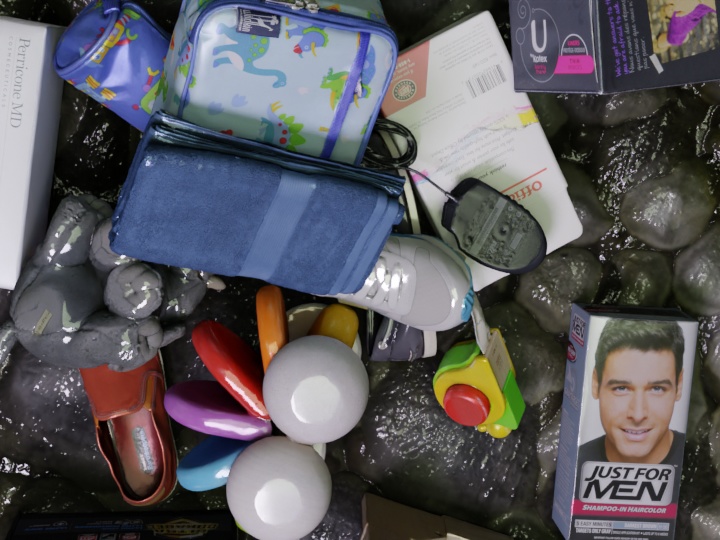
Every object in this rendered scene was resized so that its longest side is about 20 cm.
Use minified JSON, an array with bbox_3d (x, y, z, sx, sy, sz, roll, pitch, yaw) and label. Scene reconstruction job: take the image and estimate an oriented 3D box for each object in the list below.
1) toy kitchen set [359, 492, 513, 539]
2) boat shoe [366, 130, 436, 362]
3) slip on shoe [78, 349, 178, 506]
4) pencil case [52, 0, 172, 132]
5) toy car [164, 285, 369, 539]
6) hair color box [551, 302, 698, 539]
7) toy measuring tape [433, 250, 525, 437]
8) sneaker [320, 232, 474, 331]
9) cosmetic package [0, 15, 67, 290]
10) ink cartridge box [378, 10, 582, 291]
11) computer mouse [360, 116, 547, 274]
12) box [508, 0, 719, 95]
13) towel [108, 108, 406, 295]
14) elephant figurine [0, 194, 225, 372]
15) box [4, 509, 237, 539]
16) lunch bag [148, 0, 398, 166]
[{"bbox_3d":[0.073,0.321,1.062,0.197,0.181,0.166,18,99,-4],"label":"toy kitchen set"},{"bbox_3d":[0.018,-0.017,1.054,0.062,0.073,0.203,-13,106,-6],"label":"boat shoe"},{"bbox_3d":[-0.200,0.104,1.058,0.073,0.061,0.203,-14,96,0],"label":"slip on shoe"},{"bbox_3d":[-0.140,-0.138,0.981,0.199,0.079,0.087,33,114,-34],"label":"pencil case"},{"bbox_3d":[-0.082,0.109,1.014,0.148,0.175,0.203,20,98,-7],"label":"toy car"},{"bbox_3d":[0.231,0.135,1.106,0.097,0.061,0.204,3,99,-6],"label":"hair color box"},{"bbox_3d":[0.084,0.068,1.060,0.073,0.074,0.202,-25,124,-1],"label":"toy measuring tape"},{"bbox_3d":[0.000,0.000,0.996,0.198,0.080,0.078,23,116,32],"label":"sneaker"},{"bbox_3d":[-0.343,-0.106,0.979,0.196,0.123,0.203,8,100,-8],"label":"cosmetic package"},{"bbox_3d":[0.093,-0.099,1.048,0.115,0.068,0.202,-26,100,0],"label":"ink cartridge box"},{"bbox_3d":[0.063,-0.062,1.004,0.199,0.034,0.059,35,86,-4],"label":"computer mouse"},{"bbox_3d":[0.229,-0.199,0.986,0.197,0.122,0.108,-10,102,-24],"label":"box"},{"bbox_3d":[-0.073,-0.041,0.889,0.197,0.049,0.112,10,131,-25],"label":"towel"},{"bbox_3d":[-0.177,0.017,1.000,0.153,0.200,0.144,13,94,14],"label":"elephant figurine"},{"bbox_3d":[-0.197,0.254,1.016,0.196,0.199,0.051,1,101,-5],"label":"box"},{"bbox_3d":[-0.065,-0.119,0.910,0.158,0.083,0.202,7,129,-23],"label":"lunch bag"}]
